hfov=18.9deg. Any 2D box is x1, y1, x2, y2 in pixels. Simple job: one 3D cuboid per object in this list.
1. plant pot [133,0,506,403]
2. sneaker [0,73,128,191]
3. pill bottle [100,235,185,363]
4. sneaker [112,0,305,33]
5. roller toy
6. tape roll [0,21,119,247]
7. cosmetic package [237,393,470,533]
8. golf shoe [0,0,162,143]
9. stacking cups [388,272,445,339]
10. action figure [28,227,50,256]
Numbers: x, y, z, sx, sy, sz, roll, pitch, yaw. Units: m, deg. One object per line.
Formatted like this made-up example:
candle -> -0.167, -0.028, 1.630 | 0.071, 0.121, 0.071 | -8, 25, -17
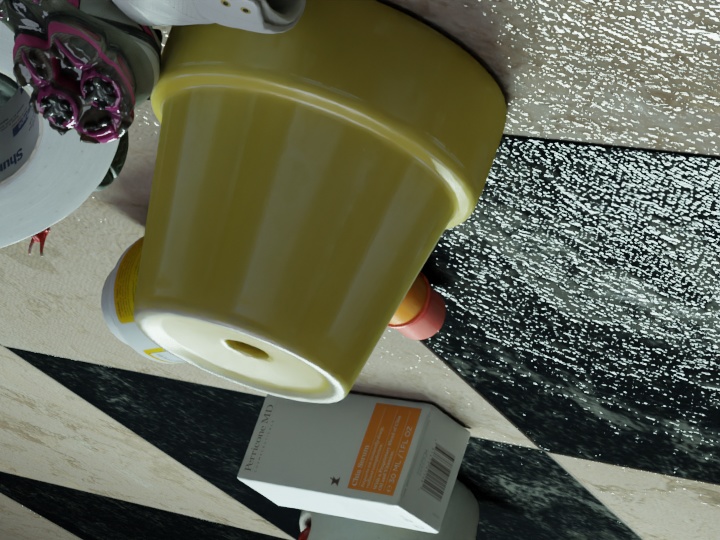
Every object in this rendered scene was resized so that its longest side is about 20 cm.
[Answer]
plant pot -> -0.038, -0.036, 1.223 | 0.199, 0.190, 0.201 | 18, 164, 5
sneaker -> -0.233, -0.123, 1.377 | 0.114, 0.077, 0.199 | 8, 157, 40
pill bottle -> -0.124, 0.016, 1.633 | 0.104, 0.105, 0.199 | 27, 162, -25
sneaker -> -0.098, -0.174, 1.075 | 0.115, 0.074, 0.200 | 8, 170, 28
roller toy -> 0.025, 0.267, 2.193 | 0.181, 0.141, 0.200 | -7, 148, 36
tape roll -> -0.241, -0.102, 1.264 | 0.198, 0.066, 0.201 | -9, 136, -9
cosmetic package -> -0.007, 0.170, 1.994 | 0.199, 0.102, 0.071 | 4, 157, 41
golf shoe -> -0.173, -0.168, 1.155 | 0.072, 0.092, 0.201 | -9, 127, 29
stacking cups -> 0.000, 0.000, 1.520 | 0.060, 0.061, 0.200 | 10, 161, 29
action figure -> -0.272, -0.071, 1.546 | 0.199, 0.100, 0.065 | 2, 153, 39
